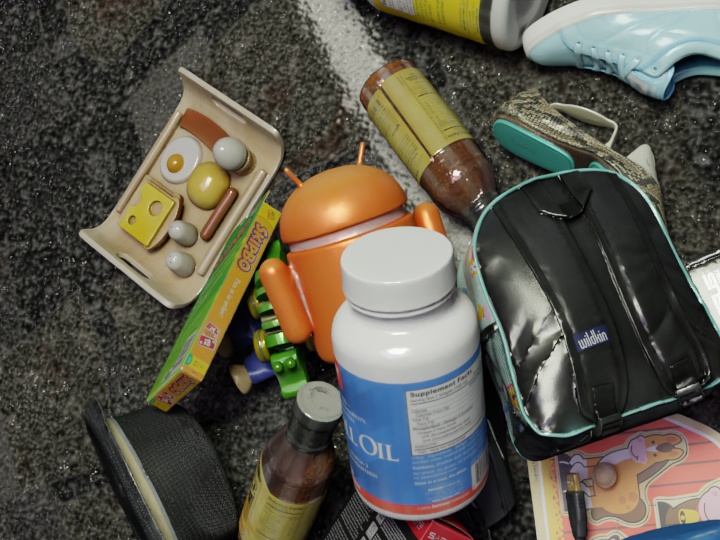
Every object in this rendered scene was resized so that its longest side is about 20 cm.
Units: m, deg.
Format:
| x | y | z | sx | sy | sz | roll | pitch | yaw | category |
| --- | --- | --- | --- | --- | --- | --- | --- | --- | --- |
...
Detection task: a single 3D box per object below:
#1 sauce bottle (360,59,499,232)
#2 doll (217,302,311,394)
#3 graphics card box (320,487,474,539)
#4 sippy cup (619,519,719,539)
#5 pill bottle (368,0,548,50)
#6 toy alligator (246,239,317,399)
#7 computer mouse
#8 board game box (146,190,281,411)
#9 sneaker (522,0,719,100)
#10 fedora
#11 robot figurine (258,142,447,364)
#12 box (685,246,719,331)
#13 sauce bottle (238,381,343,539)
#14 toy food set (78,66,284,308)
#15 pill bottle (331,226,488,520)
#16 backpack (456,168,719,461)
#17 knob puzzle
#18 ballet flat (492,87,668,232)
| x | y | z | sx | sy | sz | roll | pitch | yaw | category |
| --- | --- | --- | --- | --- | --- | --- | --- | --- | --- |
| 0.074 | -0.098 | 0.966 | 0.066 | 0.066 | 0.201 | -36 | 69 | 10 | sauce bottle |
| -0.039 | 0.034 | 0.997 | 0.199 | 0.048 | 0.137 | -36 | 73 | 6 | doll |
| 0.002 | 0.261 | 0.886 | 0.202 | 0.050 | 0.125 | -57 | 26 | 5 | graphics card box |
| 0.240 | 0.253 | 0.779 | 0.138 | 0.176 | 0.133 | -22 | 76 | 37 | sippy cup |
| 0.070 | -0.283 | 0.991 | 0.198 | 0.114 | 0.116 | 24 | 87 | 24 | pill bottle |
| -0.065 | 0.066 | 0.943 | 0.058 | 0.054 | 0.204 | -14 | 75 | 13 | toy alligator |
| 0.113 | 0.166 | 0.893 | 0.139 | 0.046 | 0.204 | -15 | 73 | 33 | computer mouse |
| -0.127 | 0.025 | 0.970 | 0.030 | 0.095 | 0.202 | 29 | 56 | -15 | board game box |
| 0.236 | -0.187 | 0.926 | 0.197 | 0.074 | 0.083 | -4 | 73 | 21 | sneaker |
| -0.170 | 0.192 | 0.973 | 0.091 | 0.202 | 0.202 | -26 | 66 | -19 | fedora |
| 0.001 | -0.001 | 0.910 | 0.142 | 0.117 | 0.203 | -16 | 97 | 18 | robot figurine |
| 0.361 | 0.059 | 0.814 | 0.162 | 0.086 | 0.203 | -24 | 71 | 15 | box |
| -0.056 | 0.170 | 0.905 | 0.066 | 0.066 | 0.202 | 43 | 134 | 24 | sauce bottle |
| -0.181 | -0.083 | 1.072 | 0.143 | 0.060 | 0.202 | 33 | 91 | 24 | toy food set |
| 0.036 | 0.075 | 0.806 | 0.110 | 0.112 | 0.203 | 4 | 120 | 22 | pill bottle |
| 0.168 | 0.031 | 0.847 | 0.173 | 0.154 | 0.203 | -18 | 77 | -7 | backpack |
| 0.236 | 0.202 | 0.861 | 0.216 | 0.030 | 0.224 | -5 | 76 | 20 | knob puzzle |
| 0.203 | -0.096 | 0.929 | 0.075 | 0.068 | 0.200 | -40 | 63 | -16 | ballet flat |
